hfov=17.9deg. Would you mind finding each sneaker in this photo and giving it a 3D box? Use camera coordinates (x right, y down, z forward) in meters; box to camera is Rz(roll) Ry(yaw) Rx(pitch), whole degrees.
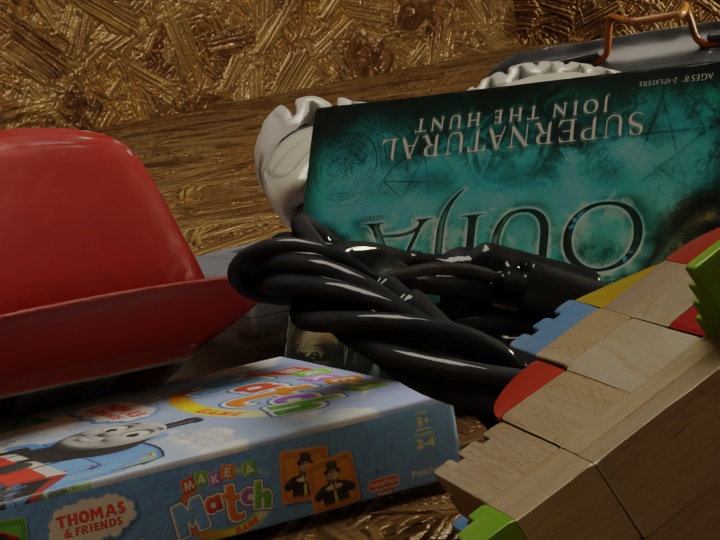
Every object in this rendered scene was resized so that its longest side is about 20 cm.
[{"bbox_3d":[0.049,-0.051,1.111,0.200,0.075,0.081,-10,21,0],"label":"sneaker"}]

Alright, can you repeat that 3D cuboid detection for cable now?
[{"bbox_3d":[0.048,0.031,0.803,0.200,0.051,0.163,16,15,-19],"label":"cable"}]

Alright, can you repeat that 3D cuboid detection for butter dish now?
[{"bbox_3d":[-0.166,-0.004,0.937,0.199,0.148,0.200,-10,-14,-29],"label":"butter dish"}]

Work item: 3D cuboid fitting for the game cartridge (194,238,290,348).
[{"bbox_3d":[0.000,0.000,1.128,0.200,0.041,0.133,-13,5,-31],"label":"game cartridge"}]

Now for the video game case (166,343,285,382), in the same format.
[{"bbox_3d":[-0.013,0.024,1.175,0.200,0.023,0.182,-7,8,4],"label":"video game case"}]

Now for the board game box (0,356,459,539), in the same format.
[{"bbox_3d":[-0.086,0.074,0.842,0.200,0.037,0.151,-11,8,-25],"label":"board game box"}]

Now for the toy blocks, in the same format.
[{"bbox_3d":[0.094,0.035,0.659,0.200,0.100,0.137,-37,13,-10],"label":"toy blocks"}]

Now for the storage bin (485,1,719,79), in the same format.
[{"bbox_3d":[0.172,-0.064,1.236,0.200,0.146,0.134,-9,18,0],"label":"storage bin"}]

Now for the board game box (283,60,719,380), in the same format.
[{"bbox_3d":[0.063,-0.013,0.960,0.200,0.135,0.028,-5,-22,30],"label":"board game box"}]
